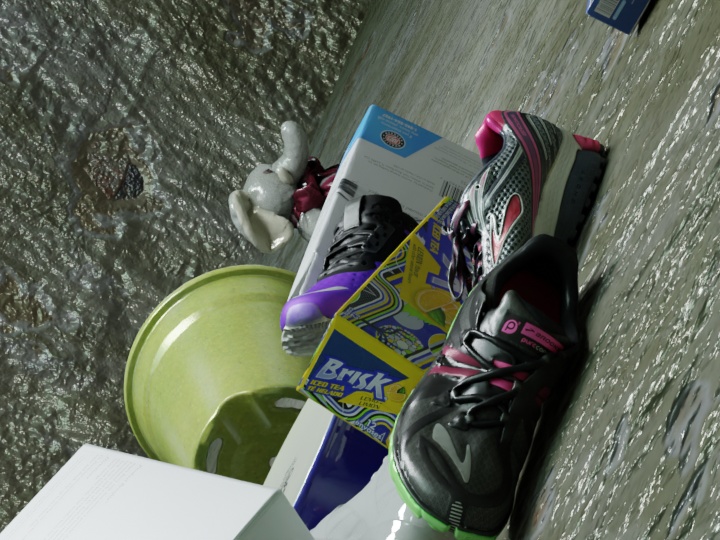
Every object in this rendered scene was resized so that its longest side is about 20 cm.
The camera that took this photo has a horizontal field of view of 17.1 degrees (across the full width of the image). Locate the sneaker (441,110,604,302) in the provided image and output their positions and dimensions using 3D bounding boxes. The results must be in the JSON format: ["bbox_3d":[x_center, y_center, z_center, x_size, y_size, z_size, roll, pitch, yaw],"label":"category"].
[{"bbox_3d":[0.081,-0.007,1.418,0.081,0.074,0.200,123,170,-53],"label":"sneaker"}]

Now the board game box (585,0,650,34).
[{"bbox_3d":[0.210,-0.265,1.533,0.200,0.034,0.136,-61,6,33],"label":"board game box"}]

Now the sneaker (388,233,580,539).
[{"bbox_3d":[0.069,0.056,1.260,0.084,0.077,0.200,116,174,-49],"label":"sneaker"}]

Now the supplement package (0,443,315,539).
[{"bbox_3d":[-0.113,0.194,1.387,0.200,0.120,0.121,7,47,51],"label":"supplement package"}]

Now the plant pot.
[{"bbox_3d":[-0.078,0.119,1.864,0.201,0.200,0.184,-63,17,12],"label":"plant pot"}]

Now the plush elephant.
[{"bbox_3d":[-0.048,-0.082,2.454,0.200,0.154,0.165,-62,7,21],"label":"plush elephant"}]

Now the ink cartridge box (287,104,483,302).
[{"bbox_3d":[0.022,-0.012,1.753,0.068,0.116,0.200,121,172,-49],"label":"ink cartridge box"}]

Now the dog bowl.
[{"bbox_3d":[-0.017,0.158,1.570,0.200,0.079,0.200,-63,6,12],"label":"dog bowl"}]

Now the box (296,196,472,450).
[{"bbox_3d":[0.036,0.028,1.474,0.064,0.070,0.200,-61,-8,30],"label":"box"}]

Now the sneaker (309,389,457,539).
[{"bbox_3d":[0.027,0.132,1.375,0.200,0.074,0.116,-29,33,63],"label":"sneaker"}]

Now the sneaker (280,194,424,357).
[{"bbox_3d":[0.000,0.000,1.592,0.200,0.069,0.100,-7,-94,-62],"label":"sneaker"}]
